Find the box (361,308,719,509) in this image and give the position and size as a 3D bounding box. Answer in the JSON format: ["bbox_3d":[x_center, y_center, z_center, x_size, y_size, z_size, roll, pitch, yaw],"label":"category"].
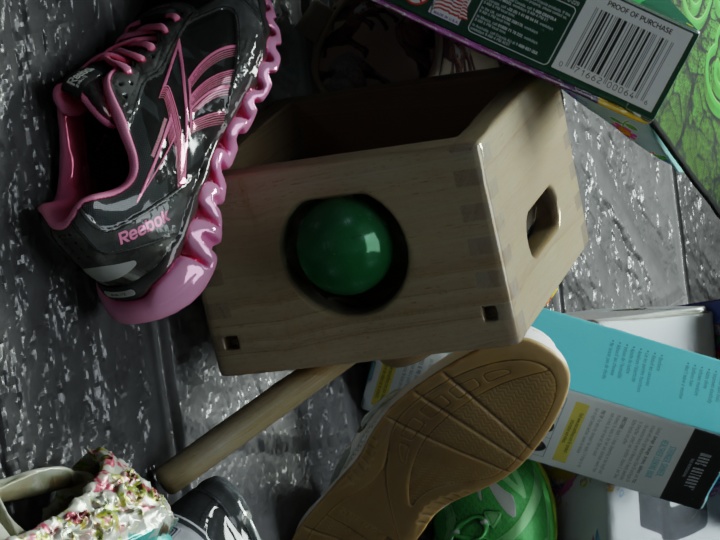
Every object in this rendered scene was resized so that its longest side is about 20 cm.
[{"bbox_3d":[0.105,0.064,1.448,0.082,0.199,0.049,106,1,-57],"label":"box"}]

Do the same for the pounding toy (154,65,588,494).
[{"bbox_3d":[0.000,0.000,1.313,0.200,0.183,0.143,-48,128,-64],"label":"pounding toy"}]

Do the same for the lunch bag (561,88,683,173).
[{"bbox_3d":[0.138,-0.176,1.565,0.122,0.170,0.200,-48,145,-1],"label":"lunch bag"}]

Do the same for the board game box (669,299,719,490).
[{"bbox_3d":[0.207,0.087,1.586,0.045,0.200,0.135,-4,87,-24],"label":"board game box"}]

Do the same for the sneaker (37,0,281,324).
[{"bbox_3d":[-0.100,-0.080,1.234,0.095,0.079,0.201,37,52,-41],"label":"sneaker"}]

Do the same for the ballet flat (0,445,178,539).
[{"bbox_3d":[-0.149,0.123,1.128,0.064,0.076,0.200,54,24,6],"label":"ballet flat"}]

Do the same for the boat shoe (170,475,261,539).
[{"bbox_3d":[-0.049,0.192,1.286,0.068,0.073,0.200,-42,115,-39],"label":"boat shoe"}]

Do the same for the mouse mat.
[{"bbox_3d":[0.196,-0.137,1.485,0.200,0.007,0.162,44,60,-57],"label":"mouse mat"}]

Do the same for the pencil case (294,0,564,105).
[{"bbox_3d":[0.045,-0.107,1.489,0.078,0.089,0.200,-49,156,11],"label":"pencil case"}]

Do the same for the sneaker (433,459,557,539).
[{"bbox_3d":[0.068,0.180,1.507,0.083,0.074,0.201,9,79,-66],"label":"sneaker"}]

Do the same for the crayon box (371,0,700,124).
[{"bbox_3d":[0.055,-0.161,1.342,0.058,0.199,0.173,-62,-162,17],"label":"crayon box"}]

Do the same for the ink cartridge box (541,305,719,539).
[{"bbox_3d":[0.145,0.124,1.574,0.082,0.146,0.201,-4,89,-23],"label":"ink cartridge box"}]

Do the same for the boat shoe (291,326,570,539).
[{"bbox_3d":[0.034,0.083,1.364,0.071,0.200,0.069,37,35,-14],"label":"boat shoe"}]
